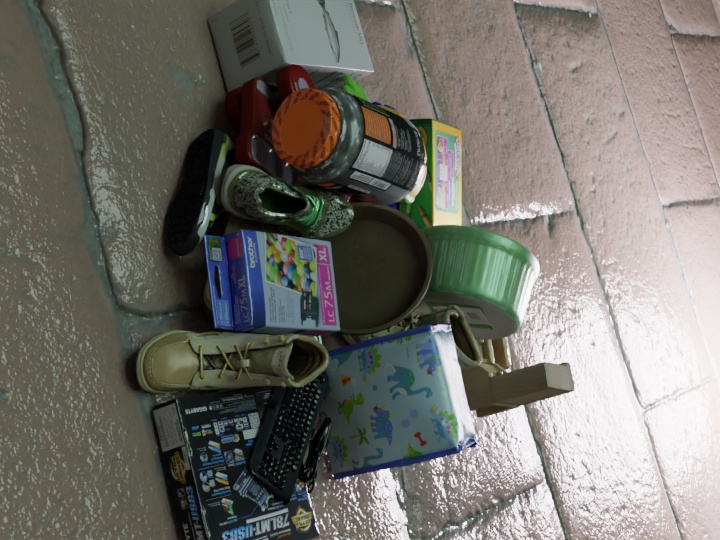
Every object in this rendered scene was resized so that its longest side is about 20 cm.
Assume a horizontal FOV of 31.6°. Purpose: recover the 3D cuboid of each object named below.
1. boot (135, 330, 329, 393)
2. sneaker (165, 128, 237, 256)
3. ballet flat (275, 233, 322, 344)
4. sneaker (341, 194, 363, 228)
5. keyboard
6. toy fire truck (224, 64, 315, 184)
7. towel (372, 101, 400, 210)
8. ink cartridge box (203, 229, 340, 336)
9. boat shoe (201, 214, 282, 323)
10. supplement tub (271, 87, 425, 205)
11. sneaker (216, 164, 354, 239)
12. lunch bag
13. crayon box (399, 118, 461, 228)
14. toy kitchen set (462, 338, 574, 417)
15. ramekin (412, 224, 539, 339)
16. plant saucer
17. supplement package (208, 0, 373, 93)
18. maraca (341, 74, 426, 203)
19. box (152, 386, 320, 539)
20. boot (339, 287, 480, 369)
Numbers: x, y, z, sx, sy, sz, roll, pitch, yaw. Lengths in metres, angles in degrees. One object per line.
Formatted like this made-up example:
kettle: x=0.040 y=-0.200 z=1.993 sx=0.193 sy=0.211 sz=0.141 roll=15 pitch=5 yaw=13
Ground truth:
boot: x=-0.148 y=0.107 z=1.488 sx=0.199 sy=0.153 sz=0.073 roll=-2 pitch=91 yaw=-53
sneaker: x=-0.182 y=-0.092 z=1.609 sx=0.083 sy=0.071 sz=0.202 roll=41 pitch=45 yaw=-35
ballet flat: x=-0.101 y=0.039 z=1.670 sx=0.069 sy=0.069 sz=0.202 roll=1 pitch=72 yaw=-51
sneaker: x=0.003 y=-0.042 z=1.822 sx=0.201 sy=0.074 sz=0.081 roll=57 pitch=38 yaw=-19
keyboard: x=-0.071 y=0.192 z=1.577 sx=0.104 sy=0.039 sz=0.201 roll=47 pitch=42 yaw=-29
toy fire truck: x=-0.097 y=-0.161 z=1.693 sx=0.200 sy=0.111 sz=0.170 roll=41 pitch=41 yaw=-46
towel: x=0.037 y=-0.152 z=1.936 sx=0.148 sy=0.049 sz=0.201 roll=52 pitch=40 yaw=-22
ink cartridge box: x=-0.106 y=0.016 z=1.574 sx=0.199 sy=0.042 sz=0.121 roll=6 pitch=73 yaw=-48
boat shoe: x=-0.155 y=-0.018 z=1.617 sx=0.071 sy=0.065 sz=0.201 roll=31 pitch=51 yaw=-15
supplement tub: x=-0.016 y=-0.160 z=1.626 sx=0.199 sy=0.122 sz=0.124 roll=16 pitch=62 yaw=-53
sneaker: x=-0.080 y=-0.075 z=1.587 sx=0.198 sy=0.088 sz=0.078 roll=11 pitch=97 yaw=-37
lunch bag: x=0.036 y=0.172 z=1.668 sx=0.127 sy=0.198 sz=0.172 roll=9 pitch=67 yaw=-71
crayon box: x=0.108 y=-0.124 z=1.949 sx=0.118 sy=0.058 sz=0.203 roll=5 pitch=85 yaw=-64
toy kitchen set: x=0.239 y=0.110 z=1.967 sx=0.162 sy=0.179 sz=0.203 roll=12 pitch=64 yaw=-50
ramekin: x=0.152 y=0.023 z=1.833 sx=0.199 sy=0.199 sz=0.099 roll=33 pitch=62 yaw=-39
plant saucer: x=0.000 y=0.000 z=1.730 sx=0.030 sy=0.197 sz=0.202 roll=77 pitch=13 yaw=-62
supplement package: x=-0.095 y=-0.315 z=1.784 sx=0.199 sy=0.117 sz=0.118 roll=-7 pitch=77 yaw=-53
maraca: x=0.027 y=-0.184 z=1.802 sx=0.201 sy=0.106 sz=0.137 roll=58 pitch=13 yaw=-22
box: x=-0.144 y=0.243 z=1.524 sx=0.199 sy=0.049 sz=0.201 roll=-4 pitch=78 yaw=-54
boot: x=0.061 y=0.075 z=1.761 sx=0.201 sy=0.154 sz=0.072 roll=51 pitch=41 yaw=-21
